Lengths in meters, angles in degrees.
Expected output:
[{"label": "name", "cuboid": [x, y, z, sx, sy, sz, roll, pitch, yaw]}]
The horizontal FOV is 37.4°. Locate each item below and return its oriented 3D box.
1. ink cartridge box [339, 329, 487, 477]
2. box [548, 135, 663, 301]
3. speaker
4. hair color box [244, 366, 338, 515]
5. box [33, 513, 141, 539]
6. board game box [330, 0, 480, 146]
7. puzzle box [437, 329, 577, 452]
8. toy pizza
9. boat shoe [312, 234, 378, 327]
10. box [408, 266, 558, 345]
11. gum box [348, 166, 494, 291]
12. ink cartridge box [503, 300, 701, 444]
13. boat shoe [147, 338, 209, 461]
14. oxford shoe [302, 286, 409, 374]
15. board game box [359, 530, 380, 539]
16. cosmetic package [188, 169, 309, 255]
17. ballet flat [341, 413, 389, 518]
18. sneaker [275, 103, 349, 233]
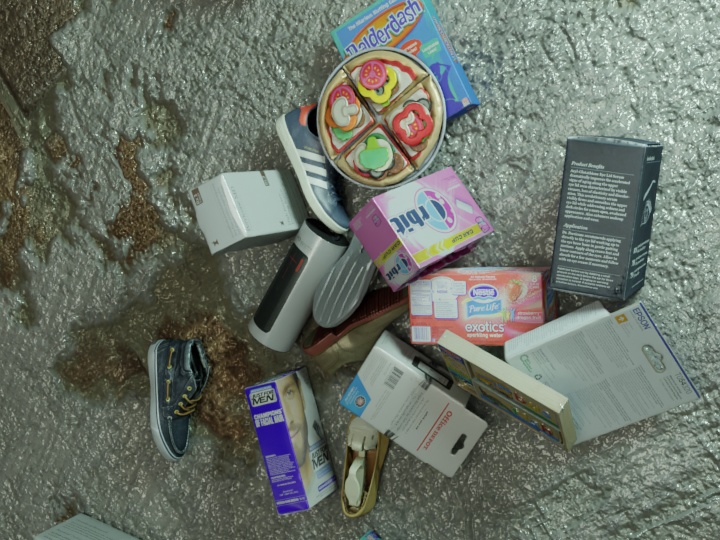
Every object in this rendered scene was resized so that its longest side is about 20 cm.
[{"label": "ink cartridge box", "cuboid": [0.084, 0.196, 1.564, 0.199, 0.068, 0.117, 34, 115, 4]}, {"label": "box", "cuboid": [0.324, -0.074, 1.396, 0.103, 0.148, 0.204, 9, 99, 23]}, {"label": "speaker", "cuboid": [-0.095, 0.022, 1.635, 0.081, 0.081, 0.202, 36, 109, 16]}, {"label": "hair color box", "cuboid": [-0.105, 0.262, 1.651, 0.064, 0.109, 0.203, -17, 90, 24]}, {"label": "box", "cuboid": [-0.461, 0.561, 1.837, 0.197, 0.130, 0.202, 16, 103, 22]}, {"label": "board game box", "cuboid": [0.063, -0.294, 1.543, 0.151, 0.045, 0.202, -28, 84, 24]}, {"label": "puzzle box", "cuboid": [0.200, 0.164, 1.444, 0.198, 0.134, 0.026, 29, 70, 31]}, {"label": "toy pizza", "cuboid": [0.025, -0.218, 1.520, 0.197, 0.032, 0.204, 2, 97, 20]}, {"label": "boat shoe", "cuboid": [0.000, 0.000, 1.587, 0.072, 0.062, 0.202, 39, 104, 25]}, {"label": "box", "cuboid": [0.174, 0.048, 1.506, 0.197, 0.094, 0.105, -2, 96, 24]}, {"label": "gum box", "cuboid": [0.091, -0.062, 1.480, 0.114, 0.199, 0.066, 55, 133, 9]}, {"label": "ink cartridge box", "cuboid": [0.323, 0.132, 1.423, 0.198, 0.044, 0.197, -26, 122, 23]}, {"label": "boat shoe", "cuboid": [-0.295, 0.213, 1.751, 0.090, 0.071, 0.204, -7, 91, 29]}, {"label": "oxford shoe", "cuboid": [0.009, 0.089, 1.614, 0.198, 0.071, 0.075, -30, 111, 22]}, {"label": "board game box", "cuboid": [0.046, 0.528, 1.642, 0.199, 0.045, 0.153, 36, 109, 17]}, {"label": "cosmetic package", "cuboid": [-0.161, -0.090, 1.583, 0.073, 0.199, 0.103, -24, 87, 24]}, {"label": "ballet flat", "cuboid": [0.005, 0.284, 1.629, 0.068, 0.063, 0.204, 7, 99, 23]}, {"label": "sneaker", "cuboid": [-0.051, -0.157, 1.597, 0.084, 0.075, 0.202, -27, 89, 17]}]
